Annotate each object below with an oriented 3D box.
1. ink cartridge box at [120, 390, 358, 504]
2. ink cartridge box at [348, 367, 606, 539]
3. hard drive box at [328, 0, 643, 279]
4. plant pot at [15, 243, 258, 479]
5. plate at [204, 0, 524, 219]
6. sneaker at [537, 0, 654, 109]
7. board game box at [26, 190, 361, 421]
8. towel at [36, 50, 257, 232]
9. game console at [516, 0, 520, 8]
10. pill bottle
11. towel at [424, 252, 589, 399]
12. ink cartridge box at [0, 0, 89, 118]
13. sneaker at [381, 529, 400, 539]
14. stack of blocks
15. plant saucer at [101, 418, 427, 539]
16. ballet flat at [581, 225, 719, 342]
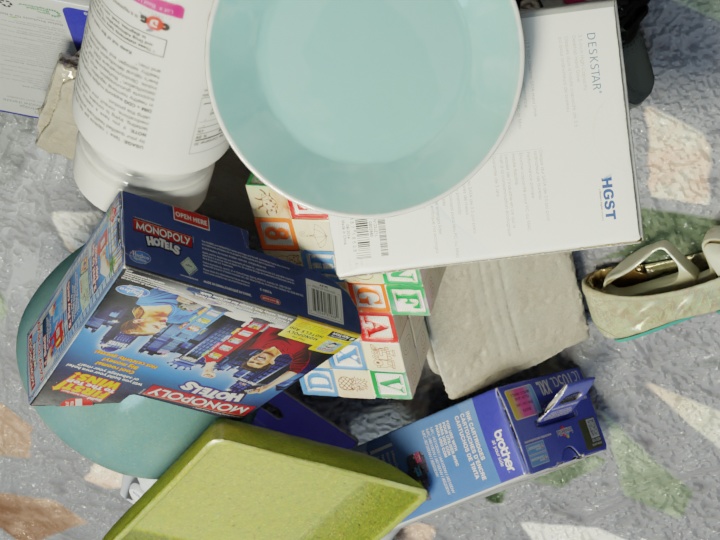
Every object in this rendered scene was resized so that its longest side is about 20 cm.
[{"bbox_3d":[-0.106,0.166,1.874,0.197,0.043,0.201,32,134,19],"label":"ink cartridge box"},{"bbox_3d":[0.100,0.139,1.760,0.199,0.136,0.077,-23,82,33],"label":"ink cartridge box"},{"bbox_3d":[0.075,-0.086,1.442,0.198,0.077,0.157,-6,97,5],"label":"hard drive box"},{"bbox_3d":[-0.149,0.040,1.707,0.199,0.201,0.135,28,138,-7],"label":"plant pot"},{"bbox_3d":[0.003,-0.133,1.384,0.199,0.026,0.202,0,97,-3],"label":"plate"},{"bbox_3d":[0.185,-0.200,1.491,0.120,0.084,0.201,-7,126,35],"label":"sneaker"},{"bbox_3d":[-0.138,0.040,1.560,0.199,0.062,0.200,18,143,-35],"label":"board game box"},{"bbox_3d":[-0.139,-0.094,1.641,0.199,0.035,0.133,23,154,-9],"label":"towel"},{"bbox_3d":[0.016,-0.203,1.572,0.199,0.031,0.178,12,132,8],"label":"game console"},{"bbox_3d":[-0.128,-0.136,1.466,0.113,0.114,0.201,19,130,1],"label":"pill bottle"},{"bbox_3d":[0.098,-0.003,1.676,0.132,0.035,0.201,-23,127,-12],"label":"towel"},{"bbox_3d":[-0.199,-0.165,1.645,0.196,0.047,0.200,11,160,7],"label":"ink cartridge box"},{"bbox_3d":[0.019,0.265,1.945,0.114,0.075,0.200,28,137,-8],"label":"sneaker"},{"bbox_3d":[0.000,0.000,1.589,0.114,0.059,0.201,2,132,18],"label":"stack of blocks"},{"bbox_3d":[-0.083,0.183,1.712,0.199,0.048,0.200,17,135,-32],"label":"plant saucer"},{"bbox_3d":[0.251,0.002,1.653,0.199,0.068,0.063,-21,111,30],"label":"ballet flat"}]
